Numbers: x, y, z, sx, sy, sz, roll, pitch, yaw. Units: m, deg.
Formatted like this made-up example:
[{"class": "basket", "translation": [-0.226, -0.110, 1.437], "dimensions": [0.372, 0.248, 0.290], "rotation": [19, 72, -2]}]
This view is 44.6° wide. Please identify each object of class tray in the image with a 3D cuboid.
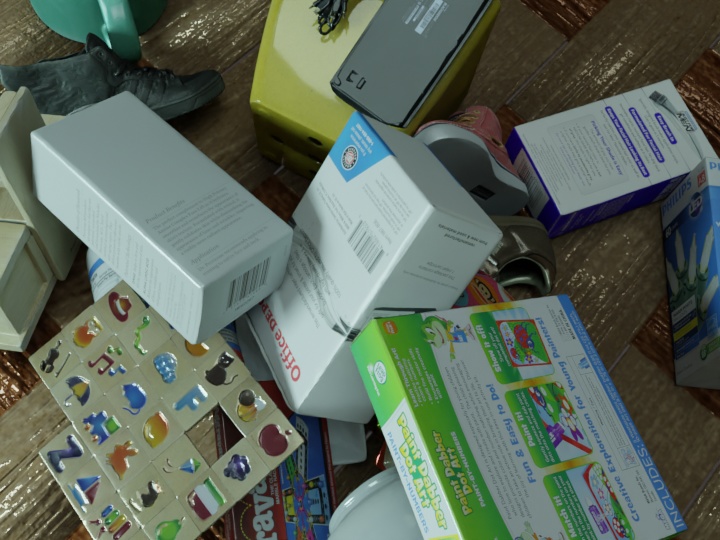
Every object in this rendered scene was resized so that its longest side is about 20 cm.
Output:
[{"class": "tray", "translation": [-0.059, 0.083, 0.808], "dimensions": [0.106, 0.022, 0.203], "rotation": [-4, 67, -11]}]

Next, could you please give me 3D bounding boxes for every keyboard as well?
[{"class": "keyboard", "translation": [0.038, -0.231, 0.754], "dimensions": [0.126, 0.021, 0.201], "rotation": [35, 84, -2]}]

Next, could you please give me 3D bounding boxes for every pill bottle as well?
[{"class": "pill bottle", "translation": [-0.176, 0.019, 0.769], "dimensions": [0.111, 0.113, 0.202], "rotation": [-13, 69, -14]}]

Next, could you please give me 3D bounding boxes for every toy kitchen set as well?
[{"class": "toy kitchen set", "translation": [-0.351, -0.069, 0.747], "dimensions": [0.178, 0.164, 0.202], "rotation": [6, 54, 8]}]

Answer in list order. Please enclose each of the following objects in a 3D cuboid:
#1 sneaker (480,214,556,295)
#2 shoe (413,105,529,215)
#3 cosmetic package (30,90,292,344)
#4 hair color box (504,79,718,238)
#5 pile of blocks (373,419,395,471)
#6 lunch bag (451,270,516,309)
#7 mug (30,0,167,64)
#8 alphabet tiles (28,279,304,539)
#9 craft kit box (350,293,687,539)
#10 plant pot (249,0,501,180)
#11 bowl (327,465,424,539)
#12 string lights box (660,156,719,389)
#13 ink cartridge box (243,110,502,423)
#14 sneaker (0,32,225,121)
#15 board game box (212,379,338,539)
[{"class": "sneaker", "translation": [0.097, -0.009, 0.840], "dimensions": [0.197, 0.071, 0.076], "rotation": [-5, 55, -12]}, {"class": "shoe", "translation": [0.095, -0.118, 0.844], "dimensions": [0.071, 0.199, 0.092], "rotation": [-30, 63, 23]}, {"class": "cosmetic package", "translation": [-0.160, -0.046, 0.695], "dimensions": [0.199, 0.075, 0.101], "rotation": [40, 48, 19]}, {"class": "hair color box", "translation": [0.260, -0.118, 0.922], "dimensions": [0.198, 0.065, 0.110], "rotation": [-19, 70, -14]}, {"class": "pile of blocks", "translation": [0.034, 0.108, 0.798], "dimensions": [0.061, 0.082, 0.202], "rotation": [-18, 57, 22]}, {"class": "lunch bag", "translation": [0.131, 0.094, 0.767], "dimensions": [0.200, 0.082, 0.176], "rotation": [49, 31, 5]}, {"class": "mug", "translation": [-0.264, -0.322, 0.902], "dimensions": [0.184, 0.115, 0.153], "rotation": [35, 66, 8]}, {"class": "alphabet tiles", "translation": [-0.166, 0.110, 0.675], "dimensions": [0.167, 0.008, 0.200], "rotation": [-40, 71, -5]}, {"class": "craft kit box", "translation": [0.113, 0.120, 0.626], "dimensions": [0.195, 0.049, 0.202], "rotation": [-2, 59, -36]}, {"class": "plant pot", "translation": [-0.004, -0.181, 0.848], "dimensions": [0.198, 0.200, 0.178], "rotation": [26, 77, 3]}, {"class": "bowl", "translation": [0.037, 0.215, 0.685], "dimensions": [0.199, 0.202, 0.091], "rotation": [-24, 54, -18]}, {"class": "string lights box", "translation": [0.350, 0.004, 0.860], "dimensions": [0.058, 0.103, 0.203], "rotation": [6, 65, -5]}, {"class": "ink cartridge box", "translation": [0.000, 0.000, 0.709], "dimensions": [0.084, 0.201, 0.145], "rotation": [17, 27, -37]}, {"class": "sneaker", "translation": [-0.237, -0.186, 0.853], "dimensions": [0.198, 0.060, 0.105], "rotation": [-27, 113, -16]}, {"class": "board game box", "translation": [-0.065, 0.191, 0.720], "dimensions": [0.102, 0.019, 0.203], "rotation": [1, 75, -36]}]
